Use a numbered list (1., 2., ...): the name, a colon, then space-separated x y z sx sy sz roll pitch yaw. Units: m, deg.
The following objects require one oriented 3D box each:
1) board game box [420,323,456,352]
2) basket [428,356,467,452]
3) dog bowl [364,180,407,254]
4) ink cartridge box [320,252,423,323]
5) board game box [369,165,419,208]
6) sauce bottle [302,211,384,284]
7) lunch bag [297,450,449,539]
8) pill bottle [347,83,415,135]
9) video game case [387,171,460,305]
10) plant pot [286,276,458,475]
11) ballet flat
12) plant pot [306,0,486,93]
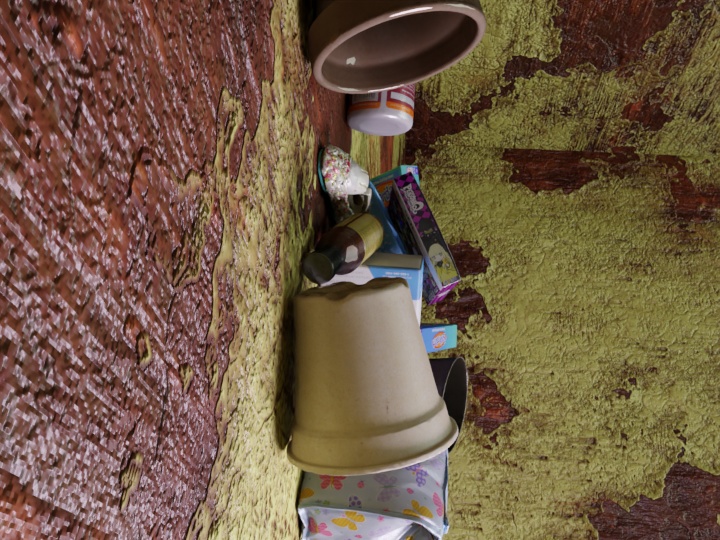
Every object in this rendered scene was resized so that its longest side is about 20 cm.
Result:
1. board game box: 0.069 0.118 1.215 0.200 0.152 0.045 3 87 -63
2. basket: 0.087 0.241 1.300 0.136 0.200 0.181 42 57 -56
3. dog bowl: 0.030 -0.062 1.108 0.200 0.050 0.111 67 9 21
4. ink cartridge box: 0.015 0.078 1.006 0.084 0.145 0.200 -69 161 -72
5. board game box: 0.066 -0.096 1.373 0.152 0.045 0.200 -16 -101 57
6. sauce bottle: -0.023 -0.030 0.904 0.200 0.066 0.066 -39 134 -64
7. lunch bag: 0.024 0.306 0.960 0.170 0.200 0.127 -81 172 -51
8. pill bottle: 0.039 -0.340 1.154 0.113 0.113 0.200 48 46 -82
9. video game case: 0.096 -0.043 1.088 0.200 0.036 0.182 95 -28 -80
10. plant pot: 0.002 0.107 0.778 0.200 0.200 0.184 -46 129 -82
11. ballet flat: -0.017 -0.121 0.974 0.200 0.064 0.076 73 22 -73
12. plant pot: 0.023 -0.321 0.764 0.200 0.200 0.175 40 36 -83
